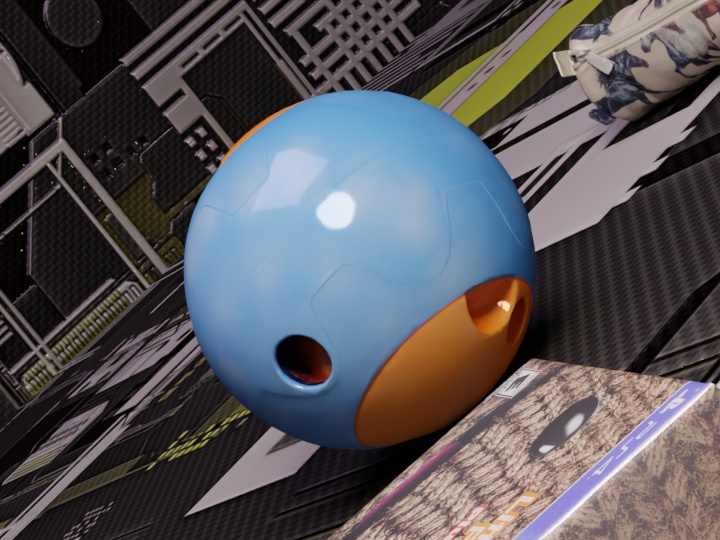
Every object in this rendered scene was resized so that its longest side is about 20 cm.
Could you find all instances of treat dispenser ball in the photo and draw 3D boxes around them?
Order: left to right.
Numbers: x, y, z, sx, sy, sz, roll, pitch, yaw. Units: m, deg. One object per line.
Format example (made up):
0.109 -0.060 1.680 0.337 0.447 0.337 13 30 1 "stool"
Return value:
0.000 0.000 1.378 0.200 0.201 0.201 -38 9 7 "treat dispenser ball"

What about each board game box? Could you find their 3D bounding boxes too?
0.059 0.121 0.845 0.159 0.097 0.200 -41 8 -10 "board game box"

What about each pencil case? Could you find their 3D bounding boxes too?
0.229 -0.173 1.692 0.089 0.078 0.200 -12 -13 -43 "pencil case"
